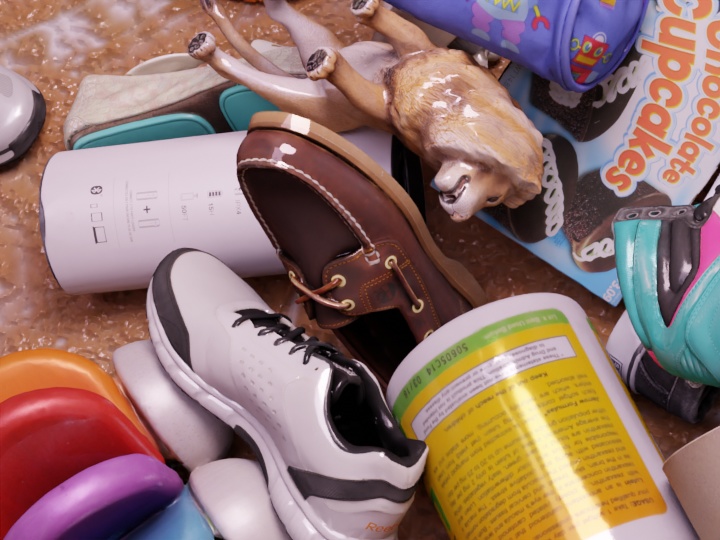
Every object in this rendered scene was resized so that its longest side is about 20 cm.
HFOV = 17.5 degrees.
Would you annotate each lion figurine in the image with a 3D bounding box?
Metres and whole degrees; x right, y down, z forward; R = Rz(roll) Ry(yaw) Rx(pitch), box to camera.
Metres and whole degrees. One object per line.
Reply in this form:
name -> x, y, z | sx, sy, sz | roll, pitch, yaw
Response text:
lion figurine -> 0.004, -0.091, 1.173 | 0.073, 0.122, 0.200 | -56, 36, -3

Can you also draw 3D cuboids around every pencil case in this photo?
pencil case -> 0.045, -0.162, 1.129 | 0.200, 0.078, 0.087 | 30, 117, 23

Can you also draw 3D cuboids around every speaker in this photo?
speaker -> -0.067, -0.035, 1.259 | 0.199, 0.081, 0.081 | -6, 66, 14

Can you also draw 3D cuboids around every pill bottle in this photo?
pill bottle -> 0.100, 0.120, 1.126 | 0.111, 0.111, 0.200 | -28, 63, 3

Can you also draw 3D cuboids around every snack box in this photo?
snack box -> 0.137, -0.093, 1.172 | 0.116, 0.037, 0.200 | 33, 112, -1

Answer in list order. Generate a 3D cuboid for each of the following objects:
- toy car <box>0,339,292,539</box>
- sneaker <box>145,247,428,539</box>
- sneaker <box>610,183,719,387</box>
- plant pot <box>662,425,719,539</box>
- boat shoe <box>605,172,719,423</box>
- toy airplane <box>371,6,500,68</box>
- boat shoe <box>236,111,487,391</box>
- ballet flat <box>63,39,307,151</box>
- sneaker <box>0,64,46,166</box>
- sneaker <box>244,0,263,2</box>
toy car -> -0.133, 0.124, 1.172 | 0.175, 0.150, 0.200 | -36, 63, -1
sneaker -> -0.033, 0.053, 1.164 | 0.200, 0.074, 0.080 | 49, 131, 25
sneaker -> 0.183, -0.027, 1.106 | 0.121, 0.084, 0.200 | -3, 52, 45
plant pot -> 0.258, 0.149, 1.046 | 0.187, 0.187, 0.200 | -21, 76, 7
boat shoe -> 0.204, -0.014, 1.173 | 0.068, 0.074, 0.199 | 33, 81, 29
toy airplane -> 0.102, -0.196, 1.239 | 0.199, 0.141, 0.200 | -2, 106, 4
boat shoe -> 0.000, 0.000, 1.159 | 0.070, 0.200, 0.070 | 5, 61, 41
ballet flat -> -0.074, -0.100, 1.296 | 0.199, 0.067, 0.062 | -6, 55, 17
sneaker -> -0.283, -0.120, 1.339 | 0.200, 0.115, 0.076 | 17, 73, 22
sneaker -> -0.105, -0.221, 1.356 | 0.200, 0.076, 0.092 | 17, 69, 21
